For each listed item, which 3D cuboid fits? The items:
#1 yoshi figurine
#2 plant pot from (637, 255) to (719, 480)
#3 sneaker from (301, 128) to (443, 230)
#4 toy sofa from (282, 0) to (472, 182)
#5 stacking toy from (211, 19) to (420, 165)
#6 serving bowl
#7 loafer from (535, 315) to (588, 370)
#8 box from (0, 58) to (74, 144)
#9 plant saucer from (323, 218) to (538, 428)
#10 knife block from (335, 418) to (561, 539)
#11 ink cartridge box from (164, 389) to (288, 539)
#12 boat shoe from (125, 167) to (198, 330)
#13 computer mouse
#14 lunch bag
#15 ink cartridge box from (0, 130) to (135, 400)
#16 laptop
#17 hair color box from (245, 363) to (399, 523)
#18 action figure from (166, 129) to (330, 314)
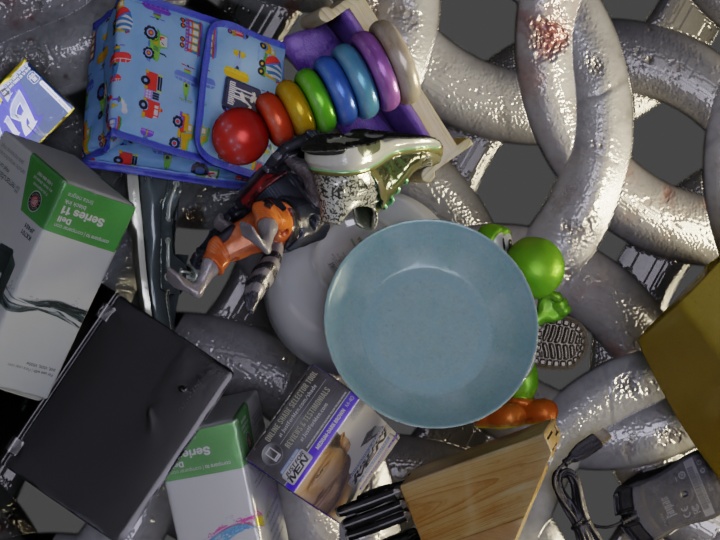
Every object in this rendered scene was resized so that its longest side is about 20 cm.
[{"bbox_3d":[0.157,0.051,1.693,0.111,0.112,0.201,-4,86,-8],"label":"yoshi figurine"},{"bbox_3d":[0.405,0.072,1.776,0.176,0.200,0.200,45,68,7],"label":"plant pot"},{"bbox_3d":[0.009,-0.084,1.614,0.200,0.077,0.089,-12,110,-56],"label":"sneaker"},{"bbox_3d":[0.014,-0.176,1.725,0.097,0.083,0.200,-35,101,-12],"label":"toy sofa"},{"bbox_3d":[-0.048,-0.160,1.628,0.199,0.085,0.086,-25,98,-9],"label":"stacking toy"},{"bbox_3d":[0.000,0.000,1.687,0.199,0.066,0.201,-2,64,5],"label":"serving bowl"},{"bbox_3d":[0.131,0.064,1.777,0.199,0.068,0.076,13,88,1],"label":"loafer"},{"bbox_3d":[-0.364,-0.106,1.641,0.070,0.064,0.200,45,82,-12],"label":"box"},{"bbox_3d":[0.064,0.053,1.614,0.200,0.039,0.202,2,71,-6],"label":"plant saucer"},{"bbox_3d":[0.079,0.209,1.677,0.175,0.064,0.201,24,105,9],"label":"knife block"},{"bbox_3d":[-0.126,0.231,1.668,0.087,0.145,0.201,-13,97,5],"label":"ink cartridge box"},{"bbox_3d":[-0.188,-0.005,1.687,0.062,0.073,0.201,-7,89,-11],"label":"boat shoe"},{"bbox_3d":[0.296,0.223,1.840,0.199,0.046,0.141,-28,89,-10],"label":"computer mouse"},{"bbox_3d":[-0.157,-0.163,1.673,0.199,0.094,0.151,11,69,-26],"label":"lunch bag"},{"bbox_3d":[-0.305,-0.005,1.580,0.083,0.147,0.201,19,100,-40],"label":"ink cartridge box"},{"bbox_3d":[-0.249,0.121,1.629,0.116,0.200,0.188,37,83,-29],"label":"laptop"},{"bbox_3d":[-0.032,0.170,1.669,0.065,0.200,0.109,33,83,20],"label":"hair color box"},{"bbox_3d":[-0.093,-0.026,1.610,0.105,0.200,0.193,47,39,5],"label":"action figure"}]
